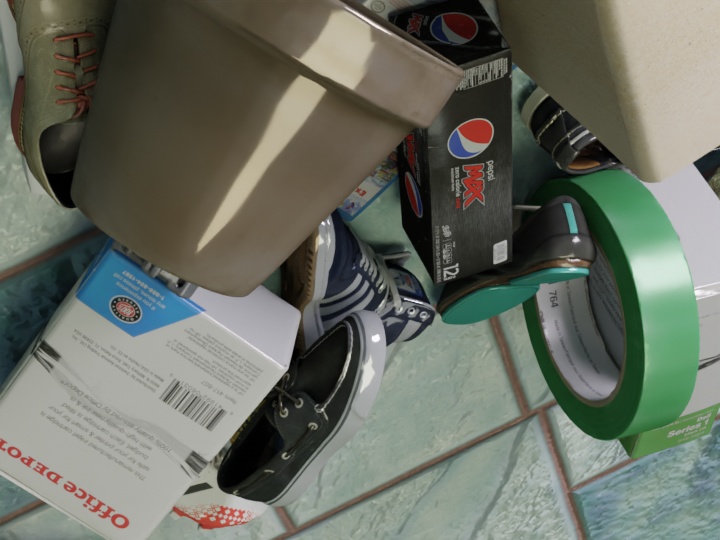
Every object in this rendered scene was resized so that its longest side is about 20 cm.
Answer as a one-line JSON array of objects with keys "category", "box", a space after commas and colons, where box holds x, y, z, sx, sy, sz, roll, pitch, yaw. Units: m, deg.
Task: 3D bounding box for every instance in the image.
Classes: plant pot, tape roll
[{"category": "plant pot", "box": [0.186, -0.211, 0.993, 0.200, 0.200, 0.177, -32, 129, -3]}, {"category": "tape roll", "box": [0.183, 0.025, 1.228, 0.048, 0.201, 0.201, -12, 137, -18]}, {"category": "plant pot", "box": [-0.071, -0.088, 0.904, 0.200, 0.200, 0.174, 24, 101, -43]}]

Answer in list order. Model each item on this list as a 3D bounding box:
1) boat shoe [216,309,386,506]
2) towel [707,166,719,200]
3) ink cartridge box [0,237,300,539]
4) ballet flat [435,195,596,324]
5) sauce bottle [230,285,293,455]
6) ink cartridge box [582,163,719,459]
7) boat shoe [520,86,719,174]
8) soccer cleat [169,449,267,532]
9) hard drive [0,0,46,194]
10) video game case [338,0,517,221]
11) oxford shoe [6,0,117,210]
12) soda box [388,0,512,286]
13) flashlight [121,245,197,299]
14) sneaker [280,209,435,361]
[{"category": "boat shoe", "box": [-0.044, 0.105, 1.190, 0.056, 0.069, 0.200, 7, 132, -30]}, {"category": "towel", "box": [0.348, -0.106, 1.288, 0.148, 0.037, 0.200, -11, 142, -42]}, {"category": "ink cartridge box", "box": [-0.159, 0.077, 1.140, 0.146, 0.084, 0.200, 35, 116, -12]}, {"category": "ballet flat", "box": [0.118, -0.010, 1.239, 0.068, 0.069, 0.200, 2, 166, -26]}, {"category": "sauce bottle", "box": [-0.082, 0.076, 1.240, 0.066, 0.066, 0.200, -21, 138, -8]}, {"category": "ink cartridge box", "box": [0.234, 0.027, 1.292, 0.084, 0.146, 0.200, -13, 141, -19]}, {"category": "boat shoe", "box": [0.214, -0.101, 1.216, 0.199, 0.068, 0.072, -3, 134, -33]}, {"category": "soccer cleat", "box": [-0.136, 0.150, 1.286, 0.200, 0.069, 0.085, 27, 120, -39]}, {"category": "hard drive", "box": [-0.153, -0.142, 1.002, 0.131, 0.027, 0.200, -15, 137, -15]}, {"category": "video game case", "box": [0.017, -0.129, 1.116, 0.200, 0.018, 0.143, -43, 138, 16]}, {"category": "oxford shoe", "box": [-0.162, -0.124, 0.937, 0.070, 0.075, 0.200, -11, 136, -19]}, {"category": "soda box", "box": [0.064, -0.086, 1.116, 0.063, 0.071, 0.200, -17, 138, -11]}, {"category": "flashlight", "box": [-0.079, -0.085, 1.037, 0.068, 0.068, 0.200, 35, 99, -14]}, {"category": "sneaker", "box": [0.000, 0.000, 1.192, 0.108, 0.070, 0.200, -13, 149, -11]}]
